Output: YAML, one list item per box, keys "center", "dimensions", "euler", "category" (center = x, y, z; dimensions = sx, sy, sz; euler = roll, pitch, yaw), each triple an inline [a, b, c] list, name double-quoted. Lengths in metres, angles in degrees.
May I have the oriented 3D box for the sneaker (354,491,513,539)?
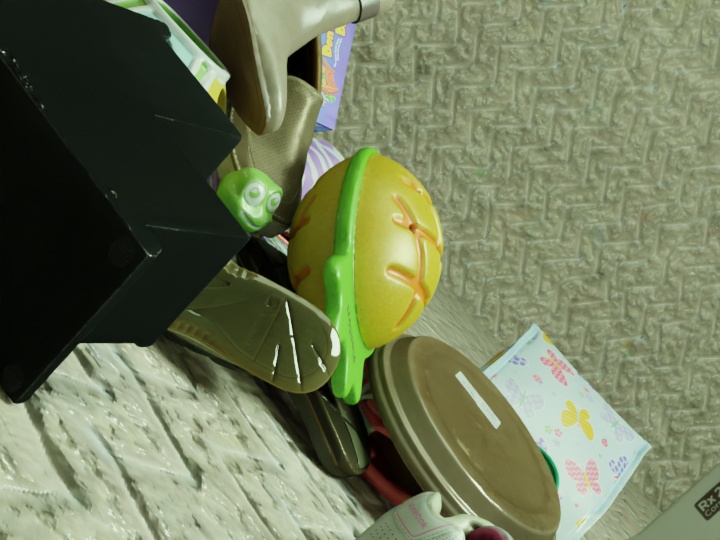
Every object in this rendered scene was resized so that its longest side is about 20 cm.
- center: [0.062, 0.184, 0.703]
  dimensions: [0.200, 0.088, 0.081]
  euler: [42, 8, -43]
  category: "sneaker"

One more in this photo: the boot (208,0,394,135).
- center: [-0.040, -0.191, 0.945]
  dimensions: [0.146, 0.070, 0.201]
  euler: [-9, 69, -31]
  category: "boot"

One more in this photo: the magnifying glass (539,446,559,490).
- center: [0.127, 0.207, 1.051]
  dimensions: [0.200, 0.079, 0.022]
  euler: [-96, -170, -52]
  category: "magnifying glass"

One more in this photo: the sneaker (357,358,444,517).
- center: [0.009, 0.099, 0.964]
  dimensions: [0.200, 0.074, 0.087]
  euler: [49, 8, 19]
  category: "sneaker"

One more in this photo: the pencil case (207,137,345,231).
- center: [-0.087, -0.065, 1.029]
  dimensions: [0.084, 0.086, 0.200]
  euler: [45, 23, 24]
  category: "pencil case"

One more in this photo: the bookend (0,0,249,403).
- center: [-0.127, -0.044, 0.647]
  dimensions: [0.199, 0.092, 0.200]
  euler: [50, 19, 19]
  category: "bookend"

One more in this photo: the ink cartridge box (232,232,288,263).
- center: [-0.071, 0.003, 1.133]
  dimensions: [0.109, 0.050, 0.200]
  euler: [42, 8, -38]
  category: "ink cartridge box"

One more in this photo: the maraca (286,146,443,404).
- center: [0.000, 0.000, 0.906]
  dimensions: [0.200, 0.107, 0.137]
  euler: [-75, 159, -52]
  category: "maraca"

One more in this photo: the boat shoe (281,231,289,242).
- center: [-0.082, -0.067, 1.178]
  dimensions: [0.200, 0.065, 0.072]
  euler: [30, -20, -13]
  category: "boat shoe"

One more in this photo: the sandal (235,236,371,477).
- center: [-0.051, 0.061, 0.928]
  dimensions: [0.082, 0.055, 0.200]
  euler: [25, 36, -59]
  category: "sandal"

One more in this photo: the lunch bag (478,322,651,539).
- center: [0.144, 0.169, 1.211]
  dimensions: [0.170, 0.127, 0.200]
  euler: [46, 34, 6]
  category: "lunch bag"

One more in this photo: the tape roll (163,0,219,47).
- center: [-0.163, -0.189, 1.036]
  dimensions: [0.085, 0.200, 0.200]
  euler: [44, 6, -20]
  category: "tape roll"

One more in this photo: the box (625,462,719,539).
- center: [0.229, 0.265, 0.816]
  dimensions: [0.131, 0.199, 0.200]
  euler: [42, 8, -34]
  category: "box"

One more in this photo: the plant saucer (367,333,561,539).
- center: [0.081, 0.123, 0.961]
  dimensions: [0.200, 0.029, 0.200]
  euler: [43, 20, -20]
  category: "plant saucer"

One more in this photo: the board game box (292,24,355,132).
- center: [-0.092, -0.181, 1.119]
  dimensions: [0.200, 0.135, 0.045]
  euler: [0, -16, 45]
  category: "board game box"

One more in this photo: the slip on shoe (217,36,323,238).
- center: [-0.058, -0.116, 0.966]
  dimensions: [0.076, 0.060, 0.201]
  euler: [38, 39, -35]
  category: "slip on shoe"

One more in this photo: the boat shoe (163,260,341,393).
- center: [-0.106, 0.011, 0.797]
  dimensions: [0.201, 0.072, 0.066]
  euler: [34, -21, -10]
  category: "boat shoe"

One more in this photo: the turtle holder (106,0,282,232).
- center: [-0.147, -0.097, 0.865]
  dimensions: [0.186, 0.132, 0.141]
  euler: [49, 6, 24]
  category: "turtle holder"
